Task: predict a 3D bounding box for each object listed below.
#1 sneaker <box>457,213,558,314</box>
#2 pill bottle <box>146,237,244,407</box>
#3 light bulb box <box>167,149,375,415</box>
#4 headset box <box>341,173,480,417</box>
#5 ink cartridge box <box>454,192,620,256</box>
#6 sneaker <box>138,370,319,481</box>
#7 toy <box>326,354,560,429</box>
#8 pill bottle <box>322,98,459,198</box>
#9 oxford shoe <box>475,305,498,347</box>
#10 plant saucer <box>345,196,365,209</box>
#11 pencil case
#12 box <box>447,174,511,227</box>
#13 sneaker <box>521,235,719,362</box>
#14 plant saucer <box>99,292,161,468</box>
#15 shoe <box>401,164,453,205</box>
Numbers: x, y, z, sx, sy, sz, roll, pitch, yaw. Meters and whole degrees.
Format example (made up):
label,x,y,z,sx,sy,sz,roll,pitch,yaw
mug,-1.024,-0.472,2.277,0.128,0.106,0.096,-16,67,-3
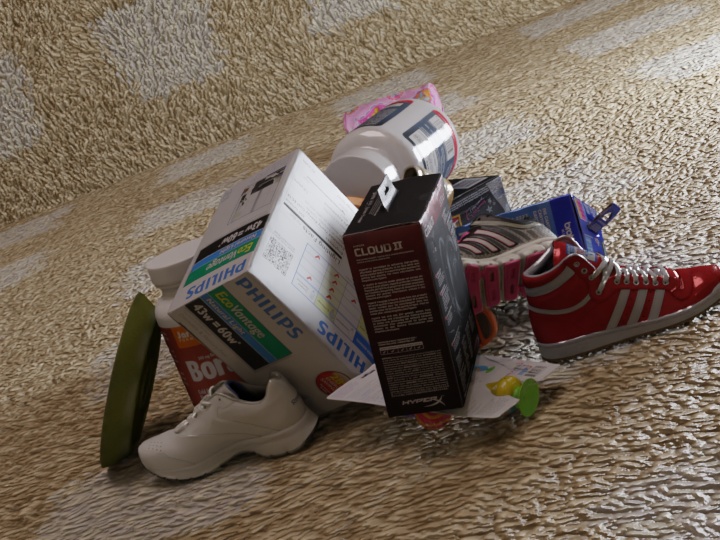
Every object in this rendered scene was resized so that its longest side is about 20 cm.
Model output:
label,x,y,z,sx,sy,sz,roll,pitch,yaw
sneaker,0.116,-0.009,1.398,0.200,0.074,0.087,-13,38,-13
pill bottle,-0.160,0.069,1.517,0.112,0.200,0.112,-20,15,6
light bulb box,-0.068,0.019,1.445,0.125,0.198,0.200,-27,29,36
headset box,0.049,0.011,1.261,0.077,0.200,0.149,-11,19,15
ink cartridge box,0.192,-0.025,1.514,0.200,0.076,0.136,-15,-10,18
sneaker,-0.144,0.156,1.415,0.200,0.087,0.075,-19,23,15
toy,0.081,0.121,1.310,0.200,0.047,0.115,-1,21,40
pill bottle,0.032,-0.123,1.626,0.119,0.120,0.200,-13,15,29
oxford shoe,0.082,0.053,1.500,0.200,0.071,0.073,-5,17,47
plant saucer,0.000,0.000,1.576,0.200,0.200,0.037,-13,40,29
pencil case,0.065,-0.305,2.722,0.200,0.088,0.087,-18,16,15
box,0.087,-0.041,1.726,0.132,0.115,0.200,-29,17,-33
sneaker,0.256,0.006,1.336,0.200,0.113,0.071,-20,16,4
plant saucer,-0.253,0.125,1.533,0.031,0.200,0.200,11,17,-1
shoe,0.058,-0.023,1.454,0.070,0.053,0.200,-13,55,31
